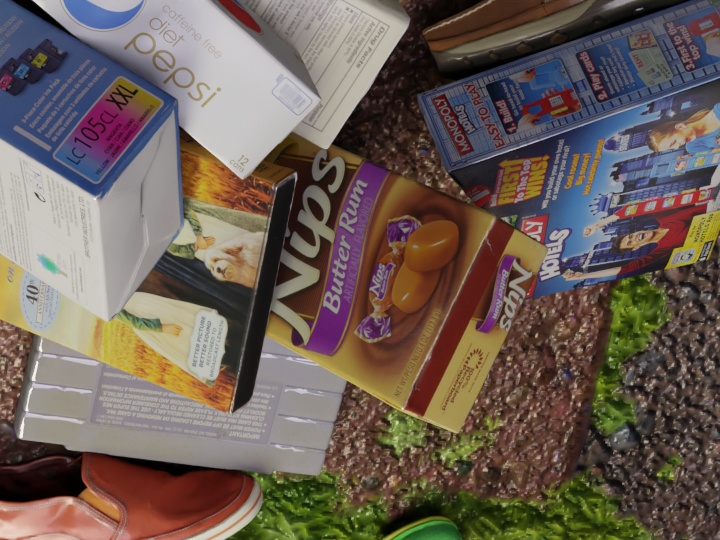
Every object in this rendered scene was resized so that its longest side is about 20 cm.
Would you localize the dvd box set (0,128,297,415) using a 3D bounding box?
[{"bbox_3d":[-0.140,-0.020,1.268,0.199,0.029,0.147,22,114,18],"label":"dvd box set"}]

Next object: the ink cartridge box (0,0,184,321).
[{"bbox_3d":[-0.195,-0.078,1.179,0.199,0.076,0.137,30,153,12],"label":"ink cartridge box"}]

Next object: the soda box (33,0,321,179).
[{"bbox_3d":[-0.113,-0.141,1.166,0.064,0.068,0.200,-43,117,11],"label":"soda box"}]

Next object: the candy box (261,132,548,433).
[{"bbox_3d":[0.000,0.000,1.264,0.056,0.200,0.117,27,89,-43],"label":"candy box"}]

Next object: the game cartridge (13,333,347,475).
[{"bbox_3d":[-0.106,0.059,1.380,0.199,0.038,0.130,9,118,-18],"label":"game cartridge"}]

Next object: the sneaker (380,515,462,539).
[{"bbox_3d":[0.015,0.254,1.457,0.200,0.083,0.074,-55,133,-12],"label":"sneaker"}]

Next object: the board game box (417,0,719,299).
[{"bbox_3d":[0.128,-0.067,1.323,0.199,0.062,0.200,-11,146,-15],"label":"board game box"}]

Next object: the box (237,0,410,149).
[{"bbox_3d":[-0.082,-0.160,1.248,0.199,0.078,0.095,28,107,-24],"label":"box"}]

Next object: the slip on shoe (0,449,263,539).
[{"bbox_3d":[-0.160,0.143,1.391,0.199,0.074,0.062,-2,114,-7],"label":"slip on shoe"}]

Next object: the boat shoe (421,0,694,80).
[{"bbox_3d":[0.130,-0.171,1.302,0.199,0.076,0.074,-20,79,2],"label":"boat shoe"}]
